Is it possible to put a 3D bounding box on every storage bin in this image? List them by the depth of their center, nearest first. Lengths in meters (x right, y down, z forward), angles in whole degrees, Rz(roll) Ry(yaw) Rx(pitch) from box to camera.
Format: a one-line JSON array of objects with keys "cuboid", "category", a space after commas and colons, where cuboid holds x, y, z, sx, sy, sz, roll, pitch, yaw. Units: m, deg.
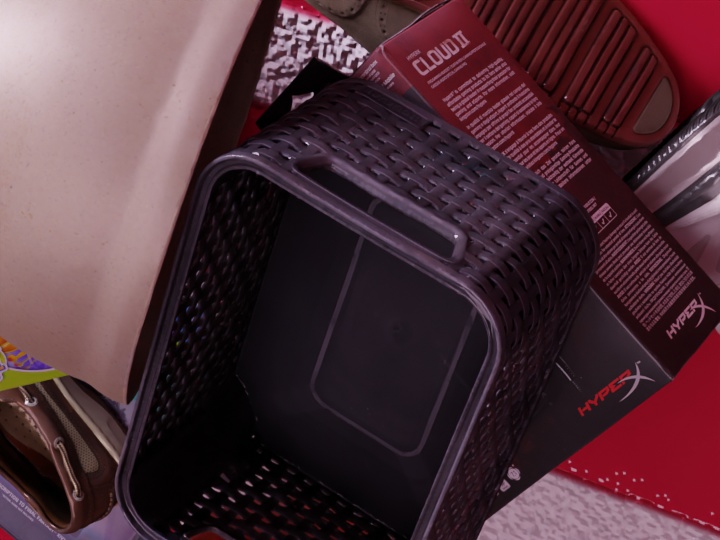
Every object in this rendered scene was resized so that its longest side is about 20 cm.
[{"cuboid": [-0.005, 0.042, 0.757, 0.135, 0.094, 0.201, 31, 126, 16], "category": "storage bin"}]

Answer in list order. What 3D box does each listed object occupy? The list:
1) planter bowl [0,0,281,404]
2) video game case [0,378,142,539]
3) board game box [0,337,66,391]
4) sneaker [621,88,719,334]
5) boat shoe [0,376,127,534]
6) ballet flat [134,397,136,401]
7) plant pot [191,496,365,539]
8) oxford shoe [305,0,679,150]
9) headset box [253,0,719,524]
[{"cuboid": [-0.125, -0.061, 0.784, 0.134, 0.201, 0.201, 20, 126, -2], "category": "planter bowl"}, {"cuboid": [-0.171, 0.099, 1.117, 0.143, 0.019, 0.200, 39, 129, 4], "category": "video game case"}, {"cuboid": [-0.151, -0.045, 0.907, 0.134, 0.045, 0.201, -13, 121, -15], "category": "board game box"}, {"cuboid": [0.142, 0.016, 0.861, 0.115, 0.076, 0.200, 46, 126, 0], "category": "sneaker"}, {"cuboid": [-0.210, 0.064, 1.059, 0.202, 0.075, 0.075, 46, 128, -1], "category": "boat shoe"}, {"cuboid": [-0.154, 0.012, 1.026, 0.200, 0.074, 0.074, 34, 128, 4], "category": "ballet flat"}, {"cuboid": [-0.047, 0.265, 1.044, 0.200, 0.201, 0.196, 31, 135, 10], "category": "plant pot"}, {"cuboid": [0.054, -0.112, 0.857, 0.200, 0.071, 0.075, 35, 154, 5], "category": "oxford shoe"}, {"cuboid": [0.036, -0.007, 0.815, 0.200, 0.077, 0.149, 48, 129, 1], "category": "headset box"}]
